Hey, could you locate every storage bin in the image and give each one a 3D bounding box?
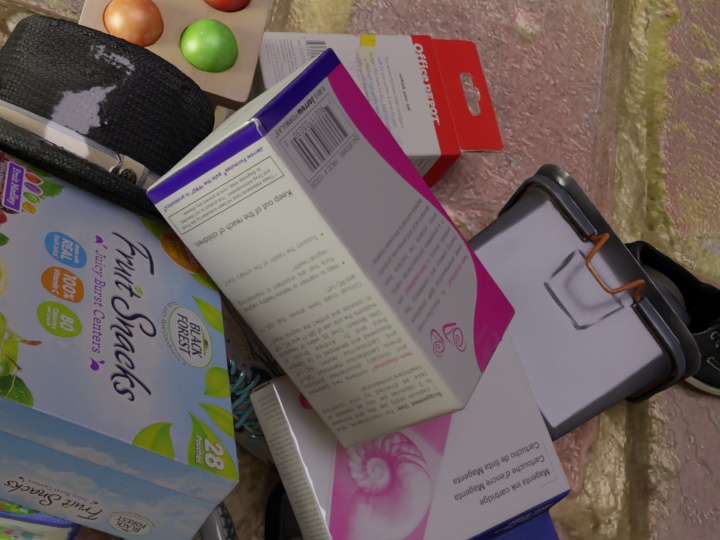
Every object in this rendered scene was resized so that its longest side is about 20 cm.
[{"bbox_3d":[0.144,0.039,0.910,0.134,0.146,0.200,-33,81,-21],"label":"storage bin"}]

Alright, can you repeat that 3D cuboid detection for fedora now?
[{"bbox_3d":[-0.165,-0.097,0.736,0.200,0.201,0.092,25,85,-10],"label":"fedora"}]

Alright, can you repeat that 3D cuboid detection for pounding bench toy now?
[{"bbox_3d":[-0.151,-0.129,0.849,0.124,0.156,0.200,16,61,-14],"label":"pounding bench toy"}]

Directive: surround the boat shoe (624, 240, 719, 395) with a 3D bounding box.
[{"bbox_3d":[0.281,0.037,0.985,0.199,0.066,0.075,38,48,-13],"label":"boat shoe"}]

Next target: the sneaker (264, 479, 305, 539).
[{"bbox_3d":[0.010,0.228,0.803,0.115,0.075,0.201,-11,81,-31],"label":"sneaker"}]

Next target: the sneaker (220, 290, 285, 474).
[{"bbox_3d":[-0.091,0.074,0.792,0.200,0.078,0.086,53,16,-8],"label":"sneaker"}]

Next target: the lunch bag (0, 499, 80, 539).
[{"bbox_3d":[-0.246,0.097,0.696,0.200,0.170,0.127,42,61,2],"label":"lunch bag"}]

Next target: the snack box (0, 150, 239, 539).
[{"bbox_3d":[-0.156,0.034,0.618,0.168,0.068,0.200,26,28,-26],"label":"snack box"}]

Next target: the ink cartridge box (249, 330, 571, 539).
[{"bbox_3d":[0.048,0.140,0.786,0.196,0.043,0.200,-18,81,-34],"label":"ink cartridge box"}]

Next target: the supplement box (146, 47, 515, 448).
[{"bbox_3d":[-0.012,-0.009,0.691,0.200,0.103,0.101,53,39,-13],"label":"supplement box"}]

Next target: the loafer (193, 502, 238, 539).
[{"bbox_3d":[-0.099,0.246,0.752,0.069,0.075,0.200,-16,65,-1],"label":"loafer"}]

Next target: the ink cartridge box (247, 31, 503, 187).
[{"bbox_3d":[0.007,-0.130,0.967,0.199,0.067,0.116,-3,68,-23],"label":"ink cartridge box"}]
